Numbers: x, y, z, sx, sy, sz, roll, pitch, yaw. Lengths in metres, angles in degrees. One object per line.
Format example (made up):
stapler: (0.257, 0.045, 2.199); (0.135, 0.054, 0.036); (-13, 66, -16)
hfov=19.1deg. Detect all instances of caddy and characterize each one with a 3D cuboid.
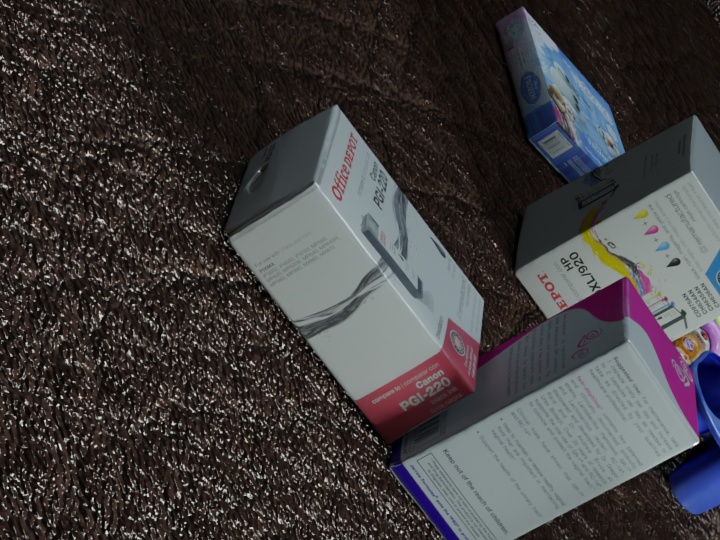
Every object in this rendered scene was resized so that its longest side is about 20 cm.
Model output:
caddy: (0.357, 0.157, 2.149); (0.142, 0.105, 0.200); (61, 20, 2)

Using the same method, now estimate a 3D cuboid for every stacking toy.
stacking toy: (0.363, 0.067, 2.333); (0.116, 0.110, 0.200); (59, 31, -7)

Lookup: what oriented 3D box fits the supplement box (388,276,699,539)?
supplement box: (0.133, 0.107, 1.544); (0.103, 0.200, 0.101); (52, 21, -18)

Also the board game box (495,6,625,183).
board game box: (0.238, -0.169, 2.420); (0.200, 0.043, 0.200); (42, 25, -40)

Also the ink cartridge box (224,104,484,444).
ink cartridge box: (0.000, 0.000, 1.551); (0.200, 0.085, 0.146); (51, 21, -18)

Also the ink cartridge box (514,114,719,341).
ink cartridge box: (0.271, -0.020, 2.060); (0.147, 0.200, 0.145); (53, 23, -16)
